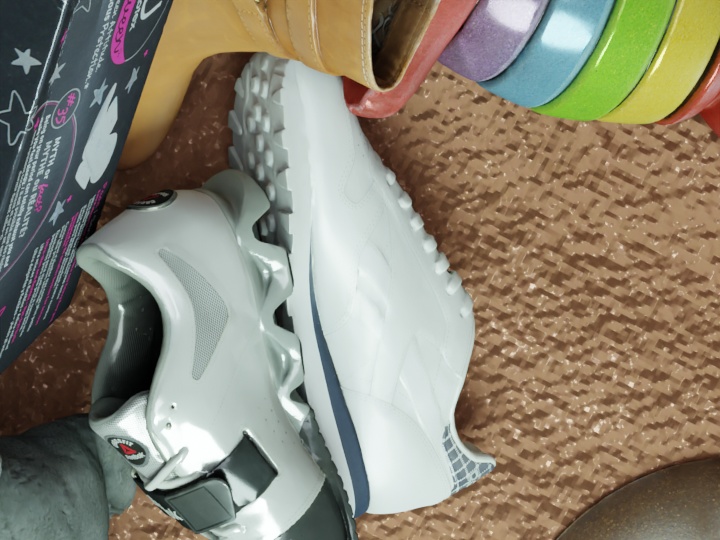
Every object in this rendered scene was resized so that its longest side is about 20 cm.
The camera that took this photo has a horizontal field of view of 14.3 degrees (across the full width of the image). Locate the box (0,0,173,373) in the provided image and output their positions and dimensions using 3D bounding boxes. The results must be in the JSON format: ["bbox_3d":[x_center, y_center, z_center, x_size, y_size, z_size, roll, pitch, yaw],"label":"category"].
[{"bbox_3d":[-0.158,-0.066,1.040,0.132,0.115,0.200,28,123,10],"label":"box"}]

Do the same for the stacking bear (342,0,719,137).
[{"bbox_3d":[0.107,-0.102,1.115,0.200,0.114,0.122,17,134,-19],"label":"stacking bear"}]

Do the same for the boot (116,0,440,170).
[{"bbox_3d":[-0.042,-0.099,1.062,0.155,0.074,0.200,33,125,32],"label":"boot"}]

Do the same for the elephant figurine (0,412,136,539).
[{"bbox_3d":[-0.122,0.165,1.107,0.141,0.155,0.200,-20,87,33],"label":"elephant figurine"}]

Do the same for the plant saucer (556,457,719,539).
[{"bbox_3d":[0.157,0.179,1.197,0.200,0.037,0.201,-1,98,-5],"label":"plant saucer"}]

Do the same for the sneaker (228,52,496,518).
[{"bbox_3d":[0.000,0.000,1.143,0.080,0.076,0.201,-13,106,-13],"label":"sneaker"}]

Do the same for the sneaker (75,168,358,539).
[{"bbox_3d":[-0.062,0.069,1.103,0.088,0.074,0.201,-19,95,-34],"label":"sneaker"}]
